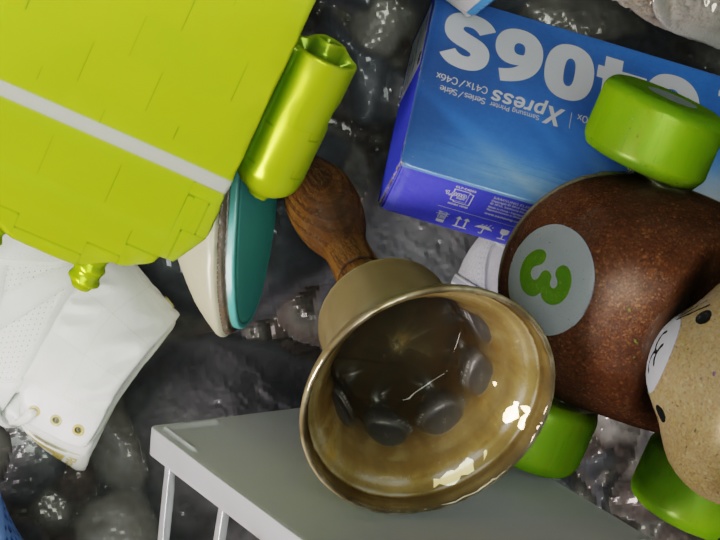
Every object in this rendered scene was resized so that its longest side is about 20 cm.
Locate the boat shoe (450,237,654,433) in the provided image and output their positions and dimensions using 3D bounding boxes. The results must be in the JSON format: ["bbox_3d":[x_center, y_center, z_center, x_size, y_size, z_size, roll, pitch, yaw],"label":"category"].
[{"bbox_3d":[0.137,0.035,1.000,0.199,0.072,0.069,27,94,3],"label":"boat shoe"}]

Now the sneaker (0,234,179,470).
[{"bbox_3d":[-0.173,0.058,0.969,0.200,0.074,0.116,-42,94,-1],"label":"sneaker"}]

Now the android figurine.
[{"bbox_3d":[-0.097,-0.086,0.903,0.181,0.041,0.201,21,107,-11],"label":"android figurine"}]

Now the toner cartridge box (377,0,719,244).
[{"bbox_3d":[0.115,-0.049,0.978,0.199,0.043,0.096,16,62,-6],"label":"toner cartridge box"}]

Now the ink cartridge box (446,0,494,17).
[{"bbox_3d":[0.068,-0.234,0.922,0.125,0.129,0.201,35,77,-7],"label":"ink cartridge box"}]

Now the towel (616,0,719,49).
[{"bbox_3d":[0.208,-0.151,0.969,0.199,0.034,0.133,13,98,-28],"label":"towel"}]

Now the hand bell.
[{"bbox_3d":[0.000,0.000,0.922,0.103,0.200,0.105,-9,123,-13],"label":"hand bell"}]

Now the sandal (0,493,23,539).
[{"bbox_3d":[-0.126,0.176,0.984,0.087,0.080,0.201,-26,108,-4],"label":"sandal"}]

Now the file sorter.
[{"bbox_3d":[0.014,0.148,0.910,0.138,0.200,0.125,-4,110,-35],"label":"file sorter"}]

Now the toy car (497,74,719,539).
[{"bbox_3d":[0.136,0.037,0.849,0.157,0.200,0.165,21,103,-7],"label":"toy car"}]

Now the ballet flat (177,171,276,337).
[{"bbox_3d":[-0.064,-0.074,0.978,0.069,0.069,0.201,10,92,-6],"label":"ballet flat"}]
